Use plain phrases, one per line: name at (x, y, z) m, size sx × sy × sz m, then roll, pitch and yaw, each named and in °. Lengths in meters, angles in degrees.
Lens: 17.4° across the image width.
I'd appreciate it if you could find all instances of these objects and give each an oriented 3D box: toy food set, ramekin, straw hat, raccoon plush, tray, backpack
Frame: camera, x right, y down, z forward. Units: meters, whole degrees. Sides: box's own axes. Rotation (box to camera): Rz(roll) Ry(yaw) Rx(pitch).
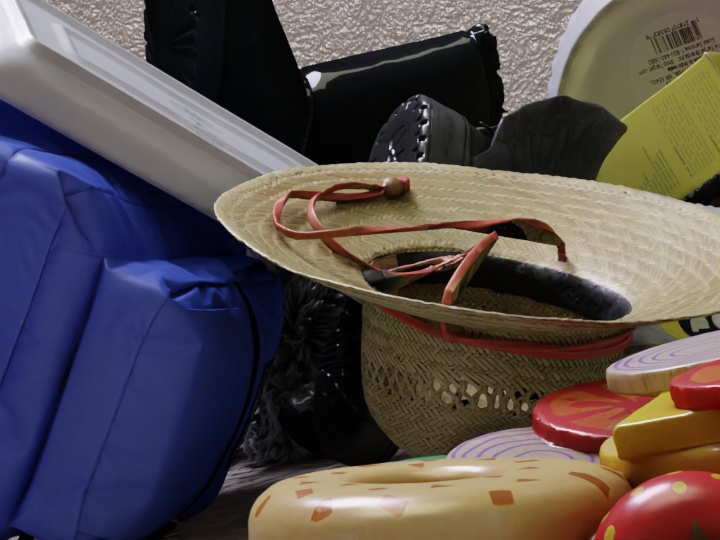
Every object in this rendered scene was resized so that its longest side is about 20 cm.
toy food set at (0.081, 0.053, 0.636) m, size 0.200 × 0.049 × 0.198 m, roll -13°, pitch 4°, yaw 25°
ramekin at (0.184, -0.079, 1.136) m, size 0.200 × 0.200 × 0.105 m, roll -12°, pitch 13°, yaw 30°
straw hat at (0.045, 0.026, 0.829) m, size 0.201 × 0.085 × 0.201 m, roll 5°, pitch 16°, yaw -1°
raccoon plush at (0.000, 0.000, 1.033) m, size 0.200 × 0.134 × 0.097 m, roll -16°, pitch 5°, yaw -31°
tray at (-0.069, -0.052, 0.891) m, size 0.022 × 0.200 × 0.107 m, roll -54°, pitch 28°, yaw 12°
backpack at (-0.118, 0.028, 0.891) m, size 0.168 × 0.163 × 0.200 m, roll 28°, pitch 8°, yaw 10°

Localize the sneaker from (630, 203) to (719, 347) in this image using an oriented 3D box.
sneaker at (0.192, -0.004, 1.008) m, size 0.200 × 0.076 × 0.076 m, roll -21°, pitch 24°, yaw -28°

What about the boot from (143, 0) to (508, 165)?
boot at (-0.013, -0.084, 1.077) m, size 0.162 × 0.199 × 0.073 m, roll -9°, pitch 36°, yaw -18°

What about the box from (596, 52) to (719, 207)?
box at (0.112, -0.025, 1.083) m, size 0.200 × 0.050 × 0.075 m, roll -37°, pitch -17°, yaw 33°

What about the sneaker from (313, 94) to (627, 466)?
sneaker at (0.049, 0.003, 0.972) m, size 0.104 × 0.200 × 0.060 m, roll 27°, pitch -33°, yaw -27°
